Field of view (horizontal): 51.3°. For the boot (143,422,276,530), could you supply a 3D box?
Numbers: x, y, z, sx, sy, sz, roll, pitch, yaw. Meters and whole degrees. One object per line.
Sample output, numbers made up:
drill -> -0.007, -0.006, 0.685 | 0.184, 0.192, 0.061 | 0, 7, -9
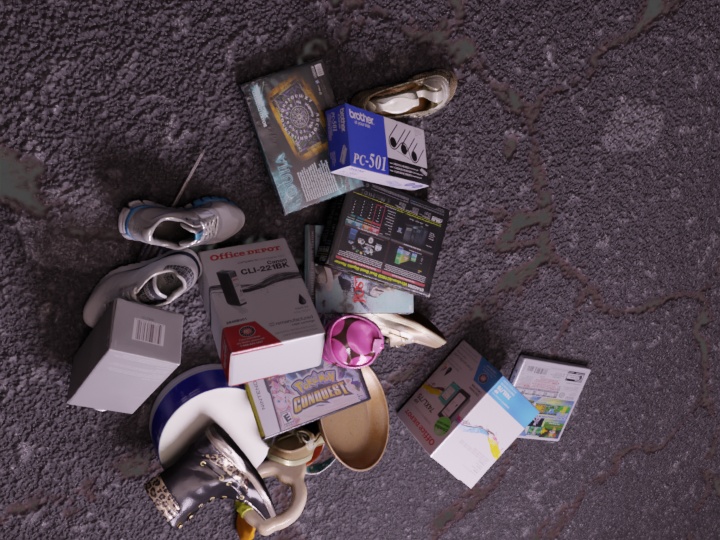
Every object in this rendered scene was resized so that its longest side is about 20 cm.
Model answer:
boot -> -0.239, 0.361, 1.212 | 0.150, 0.073, 0.201 | -35, 119, -9

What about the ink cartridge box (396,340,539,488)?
ink cartridge box -> 0.204, 0.275, 1.442 | 0.200, 0.147, 0.146 | -48, 124, 0

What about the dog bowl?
dog bowl -> -0.247, 0.263, 1.256 | 0.198, 0.079, 0.203 | -11, 116, -22

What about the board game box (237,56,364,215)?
board game box -> -0.087, -0.200, 1.123 | 0.134, 0.028, 0.202 | -21, 102, -13

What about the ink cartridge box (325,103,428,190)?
ink cartridge box -> 0.030, -0.184, 1.149 | 0.199, 0.044, 0.095 | 4, 79, -50

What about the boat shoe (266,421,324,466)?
boat shoe -> -0.097, 0.279, 1.296 | 0.200, 0.072, 0.064 | -13, 115, -64

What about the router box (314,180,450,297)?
router box -> 0.038, -0.055, 1.230 | 0.198, 0.062, 0.152 | 18, 84, -24

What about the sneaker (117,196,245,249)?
sneaker -> -0.243, -0.059, 1.091 | 0.199, 0.086, 0.076 | -10, 118, -43

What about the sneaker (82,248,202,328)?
sneaker -> -0.326, 0.034, 1.089 | 0.198, 0.081, 0.077 | -28, 113, 11

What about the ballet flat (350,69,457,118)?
ballet flat -> 0.081, -0.270, 1.181 | 0.198, 0.075, 0.069 | -18, 110, -18

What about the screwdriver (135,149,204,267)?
screwdriver -> -0.282, -0.093, 1.119 | 0.028, 0.029, 0.202 | 26, 93, -32

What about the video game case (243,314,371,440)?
video game case -> -0.099, 0.159, 1.241 | 0.198, 0.025, 0.183 | -16, 80, -25

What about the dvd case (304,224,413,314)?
dvd case -> 0.000, 0.000, 1.261 | 0.198, 0.022, 0.148 | 2, 86, -25

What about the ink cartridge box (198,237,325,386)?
ink cartridge box -> -0.154, 0.056, 1.128 | 0.143, 0.201, 0.084 | -11, 140, -21

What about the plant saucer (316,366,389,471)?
plant saucer -> -0.020, 0.254, 1.332 | 0.035, 0.202, 0.200 | -18, 132, 34

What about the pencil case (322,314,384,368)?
pencil case -> -0.014, 0.111, 1.159 | 0.093, 0.200, 0.092 | 21, 84, -3

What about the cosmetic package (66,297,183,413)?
cosmetic package -> -0.343, 0.130, 1.089 | 0.106, 0.091, 0.200 | 18, 144, -32

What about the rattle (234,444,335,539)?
rattle -> -0.136, 0.408, 1.383 | 0.200, 0.129, 0.144 | -42, 140, -36

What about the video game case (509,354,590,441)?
video game case -> 0.384, 0.276, 1.606 | 0.198, 0.022, 0.184 | 12, 106, -31

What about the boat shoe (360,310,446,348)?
boat shoe -> 0.065, 0.101, 1.345 | 0.198, 0.072, 0.065 | 25, 105, -26
